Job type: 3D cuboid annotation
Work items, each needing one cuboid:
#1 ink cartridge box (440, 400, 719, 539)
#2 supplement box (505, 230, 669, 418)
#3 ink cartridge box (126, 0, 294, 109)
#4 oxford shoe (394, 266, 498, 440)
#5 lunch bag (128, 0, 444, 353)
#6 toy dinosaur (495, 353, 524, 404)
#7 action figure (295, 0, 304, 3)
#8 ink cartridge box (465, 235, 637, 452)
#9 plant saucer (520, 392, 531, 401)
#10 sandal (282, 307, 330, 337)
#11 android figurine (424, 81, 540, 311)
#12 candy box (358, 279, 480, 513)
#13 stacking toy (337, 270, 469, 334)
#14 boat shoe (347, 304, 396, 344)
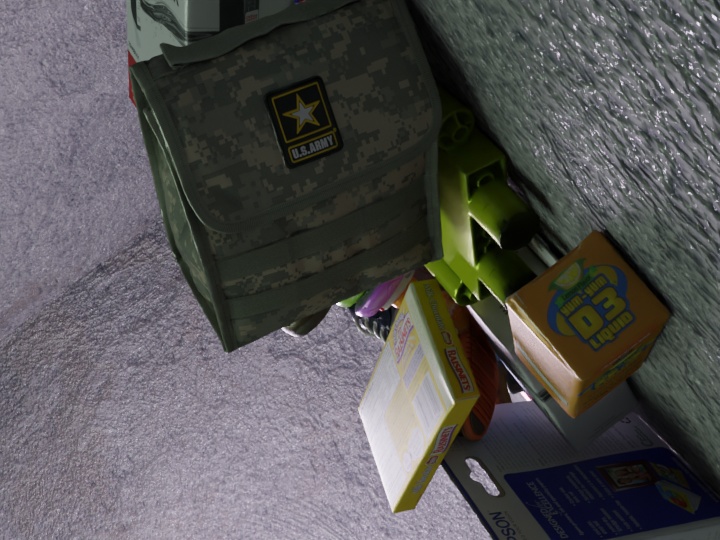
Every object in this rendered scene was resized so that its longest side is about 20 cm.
[{"bbox_3d":[0.162,0.169,0.939,0.198,0.200,0.047,-127,35,-57],"label":"ink cartridge box"},{"bbox_3d":[0.136,0.039,0.719,0.069,0.067,0.200,52,180,17],"label":"supplement box"},{"bbox_3d":[-0.113,-0.189,0.858,0.144,0.084,0.200,52,144,45],"label":"ink cartridge box"},{"bbox_3d":[0.071,0.059,0.996,0.071,0.073,0.200,54,-154,-46],"label":"oxford shoe"},{"bbox_3d":[-0.041,-0.070,0.715,0.118,0.164,0.200,55,162,38],"label":"lunch bag"},{"bbox_3d":[0.100,0.059,1.115,0.181,0.200,0.105,21,164,-5],"label":"toy dinosaur"},{"bbox_3d":[-0.078,-0.235,1.012,0.052,0.065,0.200,29,-174,-19],"label":"action figure"},{"bbox_3d":[0.131,0.039,0.904,0.200,0.067,0.116,53,-179,-45],"label":"ink cartridge box"},{"bbox_3d":[0.194,0.113,1.283,0.201,0.051,0.201,53,179,1],"label":"plant saucer"},{"bbox_3d":[0.000,0.000,1.036,0.055,0.082,0.200,44,-137,-6],"label":"sandal"},{"bbox_3d":[0.054,-0.061,0.810,0.200,0.041,0.182,50,162,38],"label":"android figurine"},{"bbox_3d":[0.041,0.104,0.916,0.200,0.026,0.102,109,149,-54],"label":"candy box"},{"bbox_3d":[0.002,-0.007,0.934,0.200,0.110,0.116,35,166,-5],"label":"stacking toy"},{"bbox_3d":[0.037,0.057,1.200,0.075,0.093,0.200,39,-146,-34],"label":"boat shoe"}]
